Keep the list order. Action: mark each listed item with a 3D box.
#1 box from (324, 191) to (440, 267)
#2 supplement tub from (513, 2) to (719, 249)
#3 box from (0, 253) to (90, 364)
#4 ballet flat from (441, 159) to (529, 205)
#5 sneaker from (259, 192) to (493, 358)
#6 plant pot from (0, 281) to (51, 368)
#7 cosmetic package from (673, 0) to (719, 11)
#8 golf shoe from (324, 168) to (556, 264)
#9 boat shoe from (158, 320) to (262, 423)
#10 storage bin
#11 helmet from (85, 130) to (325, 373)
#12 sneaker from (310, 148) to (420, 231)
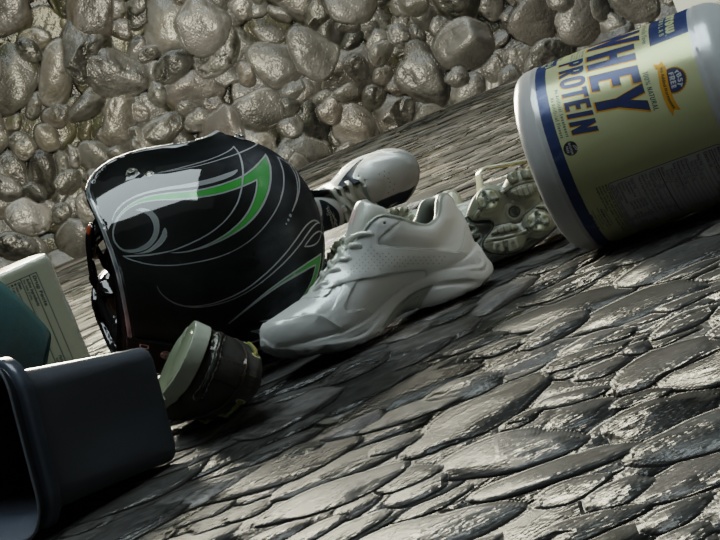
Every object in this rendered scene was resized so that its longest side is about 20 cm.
[{"bbox_3d":[-0.023,-0.007,2.068,0.160,0.044,0.200,-18,8,30],"label":"box"},{"bbox_3d":[0.230,-0.112,1.663,0.200,0.145,0.145,-21,7,17],"label":"supplement tub"},{"bbox_3d":[-0.381,0.080,2.191,0.200,0.128,0.109,-24,6,-16],"label":"box"},{"bbox_3d":[0.100,-0.053,1.955,0.200,0.063,0.069,-26,7,-22],"label":"ballet flat"},{"bbox_3d":[0.000,0.000,1.718,0.200,0.100,0.078,-26,8,-25],"label":"sneaker"},{"bbox_3d":[-0.339,0.084,1.905,0.134,0.201,0.200,11,5,-5],"label":"plant pot"},{"bbox_3d":[0.571,-0.531,3.510,0.166,0.200,0.167,-16,10,46],"label":"cosmetic package"},{"bbox_3d":[0.073,-0.020,1.842,0.200,0.078,0.097,-16,-9,8],"label":"golf shoe"},{"bbox_3d":[-0.114,0.081,1.643,0.201,0.060,0.072,150,141,-79],"label":"boat shoe"},{"bbox_3d":[-0.233,0.106,1.557,0.134,0.146,0.200,-15,1,-40],"label":"storage bin"},{"bbox_3d":[-0.121,-0.013,1.813,0.190,0.200,0.200,-13,4,-16],"label":"helmet"},{"bbox_3d":[-0.020,-0.061,2.332,0.199,0.080,0.130,-23,8,-4],"label":"sneaker"}]
